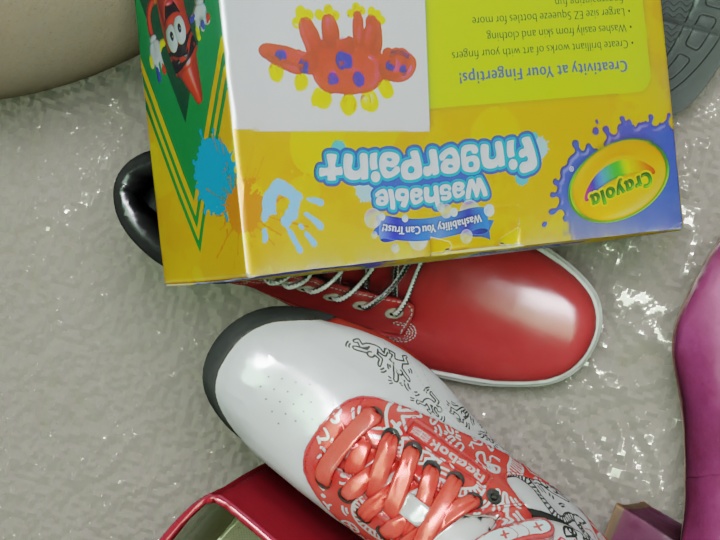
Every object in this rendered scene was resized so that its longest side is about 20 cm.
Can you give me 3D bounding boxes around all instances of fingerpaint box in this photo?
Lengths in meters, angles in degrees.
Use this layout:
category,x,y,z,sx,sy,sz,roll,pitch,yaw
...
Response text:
category,x,y,z,sx,sy,sz,roll,pitch,yaw
fingerpaint box,0.017,-0.086,1.009,0.200,0.073,0.167,-7,91,-31

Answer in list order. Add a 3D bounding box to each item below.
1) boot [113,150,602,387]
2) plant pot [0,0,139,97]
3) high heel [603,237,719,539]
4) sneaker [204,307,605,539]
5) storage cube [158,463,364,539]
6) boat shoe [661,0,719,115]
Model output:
category,x,y,z,sx,sy,sz,roll,pitch,yaw
boot,0.000,0.000,1.076,0.200,0.144,0.073,20,94,6
plant pot,-0.121,-0.161,1.075,0.134,0.200,0.201,5,92,-19
high heel,0.171,0.065,1.085,0.096,0.067,0.200,26,109,28
sneaker,0.033,0.092,1.019,0.201,0.108,0.067,38,96,-21
storage cube,-0.033,0.196,1.068,0.200,0.180,0.171,41,96,6
boat shoe,0.129,-0.163,1.101,0.074,0.065,0.203,5,97,-5
